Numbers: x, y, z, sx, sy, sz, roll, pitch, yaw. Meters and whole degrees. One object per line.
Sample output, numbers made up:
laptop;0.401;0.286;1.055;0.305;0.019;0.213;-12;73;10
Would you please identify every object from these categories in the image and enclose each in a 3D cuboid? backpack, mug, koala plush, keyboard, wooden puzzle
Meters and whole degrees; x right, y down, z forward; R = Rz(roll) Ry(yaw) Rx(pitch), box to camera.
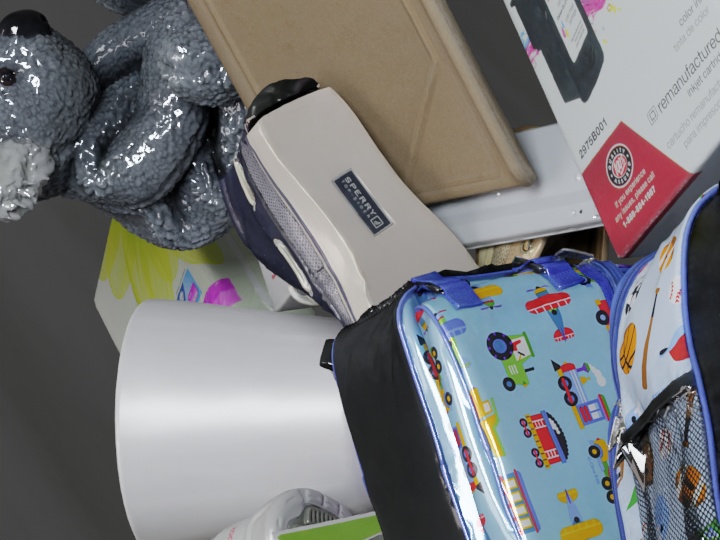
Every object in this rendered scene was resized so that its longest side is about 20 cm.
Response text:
backpack;0.106;0.079;1.118;0.135;0.199;0.183;-40;62;57
mug;-0.048;0.083;1.434;0.187;0.152;0.150;-60;-34;-70
koala plush;-0.173;-0.088;1.415;0.177;0.199;0.185;48;140;48
keyboard;0.069;-0.041;1.245;0.200;0.011;0.057;-10;71;50
wooden puzzle;-0.007;-0.116;1.254;0.200;0.037;0.186;-6;117;53
backpack;0.189;0.058;0.996;0.154;0.199;0.191;142;129;-57

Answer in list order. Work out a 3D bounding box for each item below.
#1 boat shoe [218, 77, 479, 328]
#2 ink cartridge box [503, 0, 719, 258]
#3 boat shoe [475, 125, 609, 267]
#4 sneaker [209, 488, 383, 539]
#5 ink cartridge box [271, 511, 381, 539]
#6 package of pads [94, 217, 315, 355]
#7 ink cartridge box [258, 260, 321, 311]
boat shoe;0.000;0.000;1.263;0.201;0.074;0.093;59;153;10
ink cartridge box;0.142;-0.130;1.117;0.201;0.082;0.146;68;149;24
boat shoe;0.093;0.028;1.258;0.064;0.071;0.201;16;106;54
sneaker;-0.018;0.187;1.402;0.099;0.200;0.078;-17;49;35
ink cartridge box;0.055;0.210;1.233;0.200;0.147;0.076;52;141;44
package of pads;-0.110;0.029;1.647;0.200;0.068;0.155;58;143;38
ink cartridge box;-0.020;-0.097;1.428;0.148;0.085;0.201;-48;55;55
